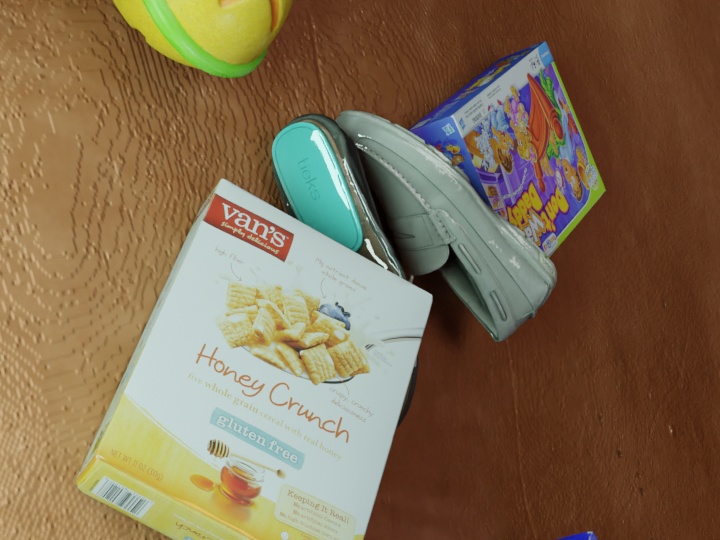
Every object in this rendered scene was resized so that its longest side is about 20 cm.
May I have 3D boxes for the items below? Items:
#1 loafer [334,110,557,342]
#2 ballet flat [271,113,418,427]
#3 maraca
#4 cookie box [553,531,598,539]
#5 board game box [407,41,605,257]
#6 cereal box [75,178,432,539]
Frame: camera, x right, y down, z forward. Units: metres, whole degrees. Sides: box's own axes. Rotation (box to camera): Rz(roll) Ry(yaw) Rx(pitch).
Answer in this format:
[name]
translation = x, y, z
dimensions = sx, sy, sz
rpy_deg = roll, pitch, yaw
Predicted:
[loafer]
translation = 0.051, -0.029, 0.983
dimensions = 0.200, 0.070, 0.070
rpy_deg = 41, 79, -21
[ballet flat]
translation = 0.000, 0.000, 0.902
dimensions = 0.068, 0.067, 0.202
rpy_deg = 1, 75, -69
[maraca]
translation = -0.092, -0.204, 0.813
dimensions = 0.137, 0.106, 0.202
rpy_deg = 18, 61, -60
[cookie box]
translation = 0.155, 0.309, 0.982
dimensions = 0.201, 0.075, 0.172
rpy_deg = 55, 37, -26
[board game box]
translation = 0.117, -0.082, 1.127
dimensions = 0.200, 0.044, 0.135
rpy_deg = -42, 111, -55
[cereal box]
translation = -0.048, 0.060, 0.773
dimensions = 0.143, 0.040, 0.201
rpy_deg = 29, 48, -12
